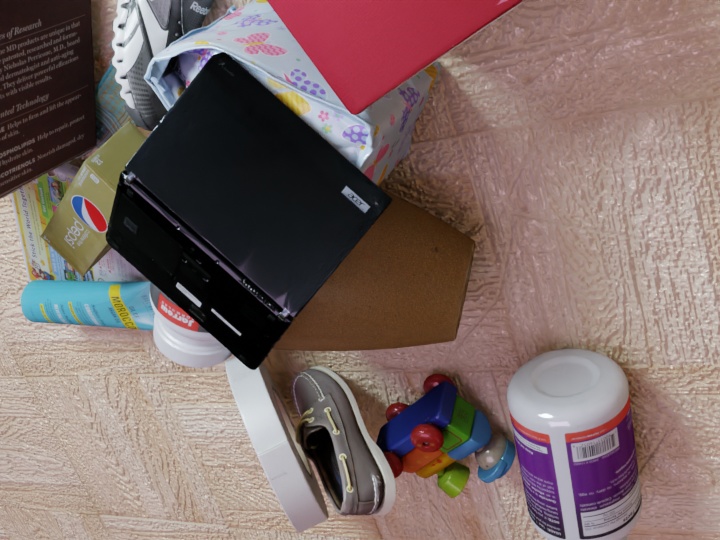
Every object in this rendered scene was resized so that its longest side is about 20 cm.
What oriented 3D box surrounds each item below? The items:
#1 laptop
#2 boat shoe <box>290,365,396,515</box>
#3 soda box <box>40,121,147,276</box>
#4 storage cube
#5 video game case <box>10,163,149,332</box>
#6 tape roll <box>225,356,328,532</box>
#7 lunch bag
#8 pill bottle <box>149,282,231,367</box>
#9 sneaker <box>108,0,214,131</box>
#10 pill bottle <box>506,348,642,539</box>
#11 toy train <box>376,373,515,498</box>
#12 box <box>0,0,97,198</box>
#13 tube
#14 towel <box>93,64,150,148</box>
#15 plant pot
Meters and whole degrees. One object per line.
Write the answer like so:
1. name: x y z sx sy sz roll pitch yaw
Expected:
1. laptop: -0.100 -0.039 0.799 0.177 0.103 0.200 41 150 1
2. boat shoe: -0.032 0.176 1.039 0.201 0.059 0.072 56 135 41
3. soda box: -0.257 -0.066 0.988 0.064 0.068 0.200 44 146 -8
4. storage cube: 0.031 -0.254 0.713 0.199 0.171 0.180 -29 105 38
5. video game case: -0.323 -0.035 1.145 0.180 0.023 0.202 20 134 16
6. tape roll: -0.090 0.182 1.066 0.037 0.203 0.205 -24 112 -5
7. lunch bag: -0.057 -0.147 0.833 0.199 0.170 0.128 29 126 6
8. pill bottle: -0.157 -0.002 1.021 0.115 0.116 0.201 26 129 11
9. sneaker: -0.177 -0.227 0.898 0.089 0.066 0.203 4 104 12
10. pill bottle: 0.207 0.183 0.941 0.111 0.113 0.202 2 121 28
11. toy train: 0.066 0.206 1.064 0.115 0.085 0.200 35 132 -13
12. box: -0.376 -0.205 0.965 0.164 0.164 0.202 21 126 22
13. tube: -0.305 0.039 1.150 0.198 0.051 0.078 1 139 26
14. towel: -0.203 -0.158 1.007 0.147 0.022 0.200 47 131 -5
15. plant pot: 0.000 0.000 0.909 0.198 0.187 0.188 13 127 8
